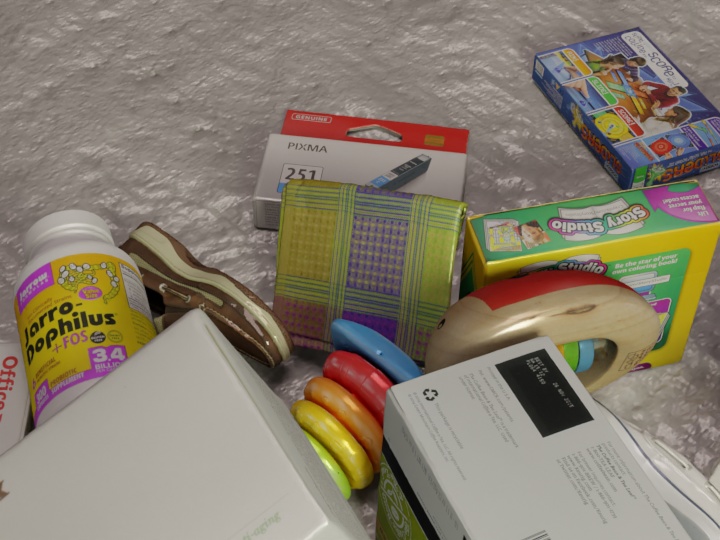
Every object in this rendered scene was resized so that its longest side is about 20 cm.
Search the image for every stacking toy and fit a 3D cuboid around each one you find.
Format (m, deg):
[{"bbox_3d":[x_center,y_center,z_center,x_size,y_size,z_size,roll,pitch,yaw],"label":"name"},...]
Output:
[{"bbox_3d":[-0.035,0.149,1.057,0.116,0.110,0.200,36,67,27],"label":"stacking toy"}]

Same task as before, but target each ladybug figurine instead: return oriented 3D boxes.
[{"bbox_3d":[0.137,0.050,1.034,0.198,0.136,0.072,-7,53,-21],"label":"ladybug figurine"}]

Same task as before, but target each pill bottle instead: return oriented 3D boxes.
[{"bbox_3d":[-0.212,0.049,1.048,0.103,0.105,0.201,-12,51,-13],"label":"pill bottle"}]

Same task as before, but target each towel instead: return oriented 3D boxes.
[{"bbox_3d":[0.000,0.000,1.137,0.198,0.145,0.023,8,2,39],"label":"towel"}]

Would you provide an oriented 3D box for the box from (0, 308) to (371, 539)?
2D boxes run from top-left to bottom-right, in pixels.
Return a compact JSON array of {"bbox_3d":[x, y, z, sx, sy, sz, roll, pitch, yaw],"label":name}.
[{"bbox_3d":[-0.115,0.181,0.920,0.198,0.172,0.200,-36,55,-2],"label":"box"}]

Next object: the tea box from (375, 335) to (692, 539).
[{"bbox_3d":[0.110,0.194,0.938,0.132,0.198,0.201,-16,48,-17],"label":"tea box"}]

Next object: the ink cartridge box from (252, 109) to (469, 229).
[{"bbox_3d":[0.006,-0.107,1.330,0.197,0.045,0.177,6,48,5],"label":"ink cartridge box"}]

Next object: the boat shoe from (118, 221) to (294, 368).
[{"bbox_3d":[-0.146,0.037,1.180,0.201,0.075,0.075,32,67,34],"label":"boat shoe"}]

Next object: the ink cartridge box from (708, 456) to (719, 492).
[{"bbox_3d":[0.381,0.182,1.001,0.145,0.083,0.200,-4,40,-41],"label":"ink cartridge box"}]

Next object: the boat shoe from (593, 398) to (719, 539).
[{"bbox_3d":[0.227,0.167,1.063,0.065,0.074,0.200,-11,46,-36],"label":"boat shoe"}]

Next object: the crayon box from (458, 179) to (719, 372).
[{"bbox_3d":[0.182,0.019,1.123,0.198,0.174,0.059,-10,47,-11],"label":"crayon box"}]

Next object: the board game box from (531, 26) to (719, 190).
[{"bbox_3d":[0.284,-0.170,1.400,0.134,0.035,0.201,-16,49,-17],"label":"board game box"}]

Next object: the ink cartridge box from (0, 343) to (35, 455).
[{"bbox_3d":[-0.352,0.137,1.061,0.197,0.085,0.147,0,46,-1],"label":"ink cartridge box"}]
